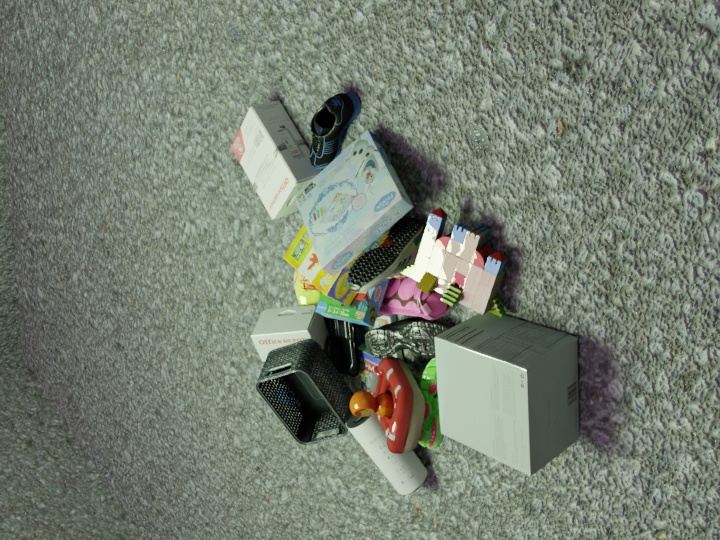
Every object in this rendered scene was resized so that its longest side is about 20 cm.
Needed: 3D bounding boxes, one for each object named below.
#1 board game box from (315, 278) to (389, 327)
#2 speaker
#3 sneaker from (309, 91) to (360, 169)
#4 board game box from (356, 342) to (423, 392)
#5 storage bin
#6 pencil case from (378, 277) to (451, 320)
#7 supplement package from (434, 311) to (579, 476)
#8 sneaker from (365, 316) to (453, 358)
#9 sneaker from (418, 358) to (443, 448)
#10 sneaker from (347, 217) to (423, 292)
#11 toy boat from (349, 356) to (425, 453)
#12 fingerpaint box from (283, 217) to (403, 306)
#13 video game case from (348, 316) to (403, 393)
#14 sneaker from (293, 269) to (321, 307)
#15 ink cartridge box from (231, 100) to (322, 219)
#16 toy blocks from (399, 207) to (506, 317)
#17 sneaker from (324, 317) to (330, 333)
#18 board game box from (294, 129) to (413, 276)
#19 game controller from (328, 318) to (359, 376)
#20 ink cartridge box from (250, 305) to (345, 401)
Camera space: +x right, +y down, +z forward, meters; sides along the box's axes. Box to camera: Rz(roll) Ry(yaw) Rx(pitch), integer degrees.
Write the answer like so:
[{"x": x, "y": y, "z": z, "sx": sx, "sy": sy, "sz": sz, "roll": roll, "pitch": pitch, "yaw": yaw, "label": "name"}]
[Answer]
[{"x": 0.000, "y": 0.000, "z": 1.617, "sx": 0.150, "sy": 0.036, "sz": 0.204, "roll": 7, "pitch": 73, "yaw": 49, "label": "board game box"}, {"x": 0.055, "y": 0.369, "z": 1.727, "sx": 0.081, "sy": 0.081, "sz": 0.201, "roll": -12, "pitch": 120, "yaw": 52, "label": "speaker"}, {"x": -0.072, "y": -0.271, "z": 1.635, "sx": 0.071, "sy": 0.077, "sz": 0.201, "roll": 53, "pitch": 140, "yaw": 19, "label": "sneaker"}, {"x": 0.069, "y": 0.248, "z": 1.713, "sx": 0.198, "sy": 0.029, "sz": 0.137, "roll": 22, "pitch": 123, "yaw": 40, "label": "board game box"}, {"x": -0.111, "y": 0.258, "z": 1.743, "sx": 0.133, "sy": 0.095, "sz": 0.202, "roll": -19, "pitch": 121, "yaw": 27, "label": "storage bin"}, {"x": 0.082, "y": 0.051, "z": 1.585, "sx": 0.198, "sy": 0.093, "sz": 0.092, "roll": -1, "pitch": 117, "yaw": 51, "label": "pencil case"}, {"x": 0.248, "y": 0.198, "z": 1.404, "sx": 0.198, "sy": 0.145, "sz": 0.195, "roll": 17, "pitch": 120, "yaw": 46, "label": "supplement package"}, {"x": 0.106, "y": 0.121, "z": 1.604, "sx": 0.197, "sy": 0.090, "sz": 0.078, "roll": -2, "pitch": 107, "yaw": 34, "label": "sneaker"}, {"x": 0.152, "y": 0.241, "z": 1.601, "sx": 0.075, "sy": 0.084, "sz": 0.204, "roll": 21, "pitch": 106, "yaw": 17, "label": "sneaker"}, {"x": 0.055, "y": -0.007, "z": 1.514, "sx": 0.069, "sy": 0.200, "sz": 0.095, "roll": 18, "pitch": 140, "yaw": 35, "label": "sneaker"}, {"x": 0.042, "y": 0.257, "z": 1.578, "sx": 0.201, "sy": 0.128, "sz": 0.133, "roll": -120, "pitch": 36, "yaw": -58, "label": "toy boat"}, {"x": -0.035, "y": -0.061, "z": 1.597, "sx": 0.166, "sy": 0.073, "sz": 0.202, "roll": 36, "pitch": 96, "yaw": 45, "label": "fingerpaint box"}, {"x": 0.026, "y": 0.182, "z": 1.778, "sx": 0.180, "sy": 0.023, "sz": 0.205, "roll": 6, "pitch": 111, "yaw": 49, "label": "video game case"}, {"x": -0.107, "y": -0.004, "z": 1.762, "sx": 0.090, "sy": 0.076, "sz": 0.205, "roll": -87, "pitch": -3, "yaw": -77, "label": "sneaker"}, {"x": -0.182, "y": -0.236, "z": 1.785, "sx": 0.202, "sy": 0.082, "sz": 0.147, "roll": 59, "pitch": 142, "yaw": 14, "label": "ink cartridge box"}, {"x": 0.177, "y": -0.022, "z": 1.436, "sx": 0.198, "sy": 0.099, "sz": 0.139, "roll": 27, "pitch": 116, "yaw": 23, "label": "toy blocks"}, {"x": -0.082, "y": 0.125, "z": 1.859, "sx": 0.104, "sy": 0.059, "sz": 0.203, "roll": 33, "pitch": 134, "yaw": 36, "label": "sneaker"}, {"x": -0.018, "y": -0.126, "z": 1.528, "sx": 0.199, "sy": 0.043, "sz": 0.201, "roll": -40, "pitch": 46, "yaw": 18, "label": "board game box"}, {"x": -0.036, "y": 0.122, "z": 1.760, "sx": 0.104, "sy": 0.041, "sz": 0.205, "roll": -2, "pitch": 96, "yaw": 59, "label": "game controller"}, {"x": -0.134, "y": 0.184, "z": 1.808, "sx": 0.142, "sy": 0.084, "sz": 0.203, "roll": -6, "pitch": 125, "yaw": 21, "label": "ink cartridge box"}]
